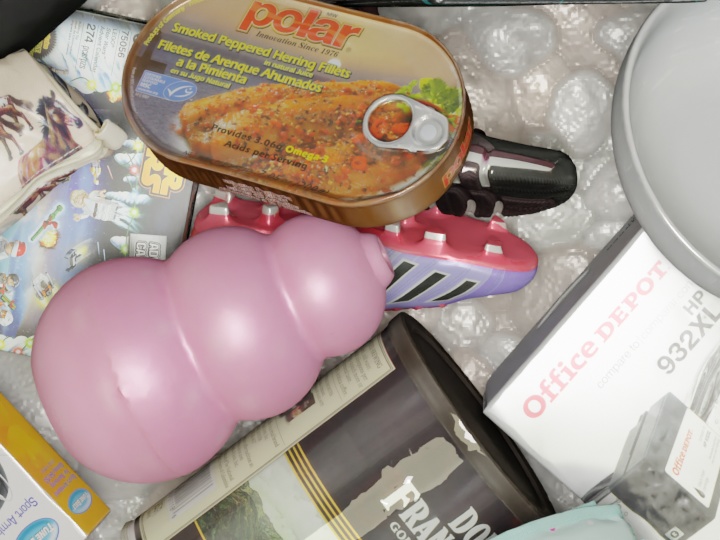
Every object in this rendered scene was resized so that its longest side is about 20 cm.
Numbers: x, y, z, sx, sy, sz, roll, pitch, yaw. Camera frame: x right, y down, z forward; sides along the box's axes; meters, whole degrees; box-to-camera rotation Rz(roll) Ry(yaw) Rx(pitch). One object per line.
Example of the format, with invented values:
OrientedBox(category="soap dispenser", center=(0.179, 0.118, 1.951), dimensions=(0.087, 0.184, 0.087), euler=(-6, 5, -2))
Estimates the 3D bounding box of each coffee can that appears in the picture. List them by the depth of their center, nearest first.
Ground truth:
OrientedBox(category="coffee can", center=(-0.012, 0.141, 1.584), dimensions=(0.200, 0.146, 0.147), euler=(-37, 93, 7))

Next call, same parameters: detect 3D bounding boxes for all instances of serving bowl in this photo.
OrientedBox(category="serving bowl", center=(0.220, -0.061, 1.560), dimensions=(0.199, 0.066, 0.201), euler=(9, 65, -19))

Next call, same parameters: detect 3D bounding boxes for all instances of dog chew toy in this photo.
OrientedBox(category="dog chew toy", center=(-0.076, 0.033, 1.546), dimensions=(0.199, 0.125, 0.125), euler=(-25, 94, 7))

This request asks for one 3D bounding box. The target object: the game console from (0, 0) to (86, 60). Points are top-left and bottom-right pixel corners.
OrientedBox(category="game console", center=(-0.202, -0.240, 1.593), dimensions=(0.200, 0.116, 0.176), euler=(-42, 118, -4))

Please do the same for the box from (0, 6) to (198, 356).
OrientedBox(category="box", center=(-0.162, -0.048, 1.624), dimensions=(0.136, 0.040, 0.201), euler=(11, 97, 1))

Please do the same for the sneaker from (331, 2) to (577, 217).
OrientedBox(category="sneaker", center=(0.025, -0.097, 1.582), dimensions=(0.199, 0.076, 0.116), euler=(5, 73, 2))

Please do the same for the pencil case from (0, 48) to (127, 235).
OrientedBox(category="pencil case", center=(-0.226, -0.038, 1.553), dimensions=(0.200, 0.078, 0.090), euler=(-39, 67, -4))

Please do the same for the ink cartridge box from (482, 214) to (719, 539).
OrientedBox(category="ink cartridge box", center=(0.187, 0.085, 1.597), dimensions=(0.200, 0.084, 0.145), euler=(41, 97, -1))

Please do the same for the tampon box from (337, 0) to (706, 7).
OrientedBox(category="tampon box", center=(0.079, -0.203, 1.498), dimensions=(0.149, 0.200, 0.127), euler=(-3, 96, -14))

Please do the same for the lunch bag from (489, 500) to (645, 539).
OrientedBox(category="lunch bag", center=(0.087, 0.235, 1.491), dimensions=(0.199, 0.122, 0.171), euler=(-30, 62, 4))

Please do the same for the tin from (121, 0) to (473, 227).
OrientedBox(category="tin", center=(-0.033, -0.090, 1.536), dimensions=(0.199, 0.042, 0.113), euler=(17, 75, 23))

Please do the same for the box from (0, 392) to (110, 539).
OrientedBox(category="box", center=(-0.236, 0.121, 1.629), dimensions=(0.200, 0.041, 0.119), euler=(47, 119, -4))

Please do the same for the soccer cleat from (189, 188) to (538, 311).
OrientedBox(category="soccer cleat", center=(0.000, 0.000, 1.614), dimensions=(0.199, 0.067, 0.077), euler=(6, 112, 3))
